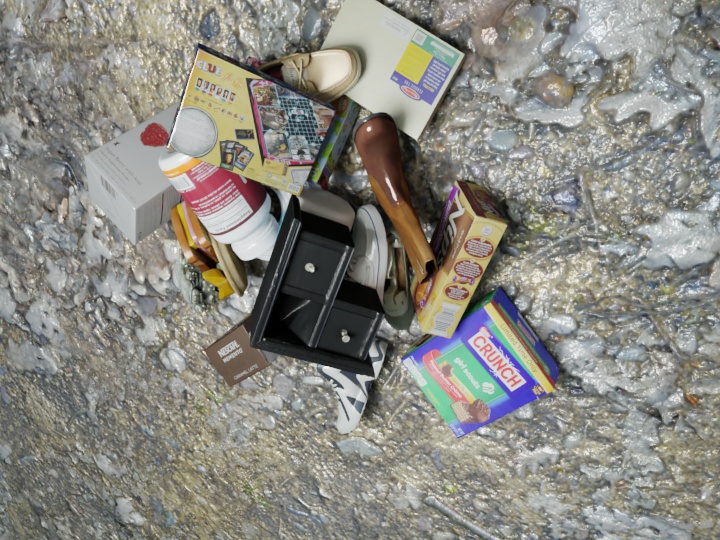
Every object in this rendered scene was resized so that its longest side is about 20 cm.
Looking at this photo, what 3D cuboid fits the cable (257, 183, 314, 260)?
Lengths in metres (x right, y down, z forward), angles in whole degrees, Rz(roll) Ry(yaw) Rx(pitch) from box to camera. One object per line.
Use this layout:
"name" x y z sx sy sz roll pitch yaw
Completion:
"cable" -0.157 -0.118 0.977 0.194 0.069 0.206 8 114 22

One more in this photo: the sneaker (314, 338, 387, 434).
"sneaker" -0.040 0.198 1.032 0.126 0.080 0.203 22 118 3

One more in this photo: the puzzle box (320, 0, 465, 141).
"puzzle box" 0.037 -0.297 0.813 0.197 0.025 0.135 34 101 9

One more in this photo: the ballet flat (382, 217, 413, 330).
"ballet flat" 0.050 0.017 0.936 0.065 0.064 0.206 2 111 19

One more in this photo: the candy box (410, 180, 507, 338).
"candy box" 0.141 -0.016 0.844 0.055 0.118 0.204 12 121 -13

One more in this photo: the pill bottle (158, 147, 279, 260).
"pill bottle" -0.211 -0.120 0.874 0.110 0.115 0.202 -12 127 28

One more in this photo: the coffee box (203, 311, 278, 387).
"coffee box" -0.165 0.104 0.995 0.113 0.200 0.081 -32 97 31

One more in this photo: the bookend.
"bookend" -0.040 0.028 0.812 0.195 0.093 0.203 17 112 -18

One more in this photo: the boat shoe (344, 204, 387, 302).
"boat shoe" 0.000 0.000 0.891 0.073 0.064 0.207 24 120 55

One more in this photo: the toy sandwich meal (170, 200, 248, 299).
"toy sandwich meal" -0.262 -0.037 0.992 0.068 0.205 0.211 -21 103 -4

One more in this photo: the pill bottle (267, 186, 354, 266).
"pill bottle" -0.087 -0.021 0.895 0.109 0.111 0.205 26 113 13

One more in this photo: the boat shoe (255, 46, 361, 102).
"boat shoe" -0.095 -0.270 0.805 0.194 0.069 0.076 -12 99 22

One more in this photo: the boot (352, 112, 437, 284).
"boot" 0.051 -0.096 0.789 0.067 0.189 0.205 -17 67 -6

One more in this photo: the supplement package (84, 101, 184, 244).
"supplement package" -0.344 -0.168 0.953 0.121 0.200 0.120 43 146 3

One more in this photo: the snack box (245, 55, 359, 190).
"snack box" -0.117 -0.234 0.884 0.196 0.053 0.146 25 88 14

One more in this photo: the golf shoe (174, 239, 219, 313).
"golf shoe" -0.339 -0.011 1.092 0.096 0.078 0.204 29 134 27

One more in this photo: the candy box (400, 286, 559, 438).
"candy box" 0.193 0.154 0.917 0.199 0.077 0.171 -38 91 31

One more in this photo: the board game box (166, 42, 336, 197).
"board game box" -0.148 -0.198 0.766 0.195 0.035 0.138 17 114 -27
